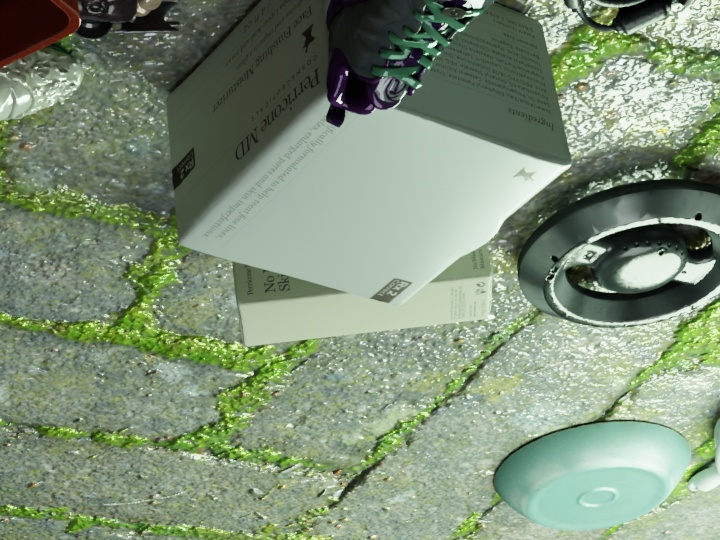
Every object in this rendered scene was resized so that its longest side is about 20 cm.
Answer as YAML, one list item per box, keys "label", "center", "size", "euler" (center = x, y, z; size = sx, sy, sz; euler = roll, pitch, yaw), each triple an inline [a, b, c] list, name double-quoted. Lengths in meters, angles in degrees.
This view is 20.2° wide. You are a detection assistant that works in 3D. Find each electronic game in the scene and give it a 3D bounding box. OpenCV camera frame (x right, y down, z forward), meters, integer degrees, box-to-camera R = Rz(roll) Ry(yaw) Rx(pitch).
- label: "electronic game"
  center: [0.227, -0.012, 1.650]
  size: [0.200, 0.042, 0.200]
  euler: [-6, 147, -4]

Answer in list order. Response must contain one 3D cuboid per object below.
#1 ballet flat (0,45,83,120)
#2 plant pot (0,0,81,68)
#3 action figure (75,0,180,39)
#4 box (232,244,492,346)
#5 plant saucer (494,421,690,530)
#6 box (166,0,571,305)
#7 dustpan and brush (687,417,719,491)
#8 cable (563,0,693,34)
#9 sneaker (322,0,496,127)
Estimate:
- label: "ballet flat"
  center: [-0.283, -0.123, 1.341]
  size: [0.200, 0.072, 0.072]
  euler: [8, 145, -25]
- label: "plant pot"
  center: [-0.290, -0.212, 1.093]
  size: [0.200, 0.177, 0.200]
  euler: [-22, 146, 22]
- label: "action figure"
  center: [-0.158, -0.206, 1.240]
  size: [0.130, 0.070, 0.200]
  euler: [-5, 152, -18]
- label: "box"
  center: [0.000, 0.000, 1.584]
  size: [0.200, 0.082, 0.068]
  euler: [-7, 149, -3]
- label: "plant saucer"
  center: [0.235, 0.213, 2.016]
  size: [0.199, 0.036, 0.200]
  euler: [-6, 148, -4]
- label: "box"
  center: [0.002, -0.095, 1.386]
  size: [0.200, 0.131, 0.199]
  euler: [16, 140, -33]
- label: "dustpan and brush"
  center: [0.384, 0.193, 1.992]
  size: [0.139, 0.057, 0.200]
  euler: [34, 138, -12]
- label: "cable"
  center: [0.203, -0.219, 1.290]
  size: [0.163, 0.051, 0.200]
  euler: [-12, 154, 5]
- label: "sneaker"
  center: [0.040, -0.139, 1.161]
  size: [0.074, 0.088, 0.200]
  euler: [13, 164, -24]
